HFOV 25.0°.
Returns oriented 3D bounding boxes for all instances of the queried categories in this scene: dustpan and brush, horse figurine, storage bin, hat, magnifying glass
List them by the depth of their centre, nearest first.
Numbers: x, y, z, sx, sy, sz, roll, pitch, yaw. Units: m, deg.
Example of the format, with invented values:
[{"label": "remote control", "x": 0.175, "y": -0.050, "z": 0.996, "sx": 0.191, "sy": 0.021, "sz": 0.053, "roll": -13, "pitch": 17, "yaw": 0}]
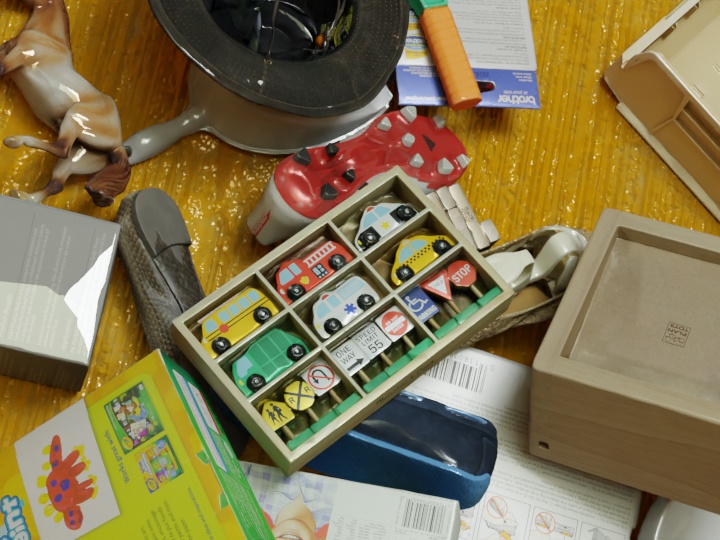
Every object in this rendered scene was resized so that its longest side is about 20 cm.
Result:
[{"label": "horse figurine", "x": -0.220, "y": -0.118, "z": 1.134, "sx": 0.200, "sy": 0.050, "sz": 0.132, "roll": 52, "pitch": 38, "yaw": 11}, {"label": "hat", "x": -0.069, "y": -0.185, "z": 1.146, "sx": 0.200, "sy": 0.081, "sz": 0.202, "roll": 9, "pitch": 70, "yaw": -25}, {"label": "dustpan and brush", "x": -0.094, "y": -0.129, "z": 1.191, "sx": 0.199, "sy": 0.057, "sz": 0.140, "roll": -28, "pitch": 79, "yaw": -29}, {"label": "magnifying glass", "x": 0.049, "y": -0.214, "z": 1.222, "sx": 0.079, "sy": 0.022, "sz": 0.201, "roll": -12, "pitch": 73, "yaw": -19}, {"label": "storage bin", "x": 0.332, "y": -0.150, "z": 1.293, "sx": 0.200, "sy": 0.094, "sz": 0.199, "roll": -41, "pitch": 88, "yaw": -23}]

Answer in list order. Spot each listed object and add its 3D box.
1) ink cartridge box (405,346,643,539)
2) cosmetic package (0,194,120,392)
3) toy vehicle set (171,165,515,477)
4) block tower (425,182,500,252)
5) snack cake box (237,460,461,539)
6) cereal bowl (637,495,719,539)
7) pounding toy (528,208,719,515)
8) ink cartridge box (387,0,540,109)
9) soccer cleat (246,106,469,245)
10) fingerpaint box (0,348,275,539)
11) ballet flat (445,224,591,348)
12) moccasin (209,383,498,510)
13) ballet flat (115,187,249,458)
[{"label": "ink cartridge box", "x": 0.101, "y": 0.155, "z": 1.157, "sx": 0.199, "sy": 0.045, "sz": 0.177, "roll": 19, "pitch": 68, "yaw": -9}, {"label": "cosmetic package", "x": -0.268, "y": 0.003, "z": 1.077, "sx": 0.199, "sy": 0.090, "sz": 0.107, "roll": 15, "pitch": 70, "yaw": -8}, {"label": "toy vehicle set", "x": -0.010, "y": 0.030, "z": 1.074, "sx": 0.200, "sy": 0.027, "sz": 0.124, "roll": -36, "pitch": 72, "yaw": -24}, {"label": "block tower", "x": 0.000, "y": 0.000, "z": 1.171, "sx": 0.199, "sy": 0.054, "sz": 0.058, "roll": -24, "pitch": 82, "yaw": -22}, {"label": "snack cake box", "x": -0.041, "y": 0.194, "z": 1.059, "sx": 0.199, "sy": 0.067, "sz": 0.116, "roll": 10, "pitch": 72, "yaw": 8}, {"label": "cereal bowl", "x": 0.282, "y": 0.228, "z": 1.166, "sx": 0.199, "sy": 0.083, "sz": 0.201, "roll": 5, "pitch": 72, "yaw": -14}, {"label": "pounding toy", "x": 0.237, "y": 0.064, "z": 1.141, "sx": 0.183, "sy": 0.143, "sz": 0.200, "roll": 16, "pitch": 51, "yaw": 18}, {"label": "ink cartridge box", "x": 0.070, "y": -0.210, "z": 1.259, "sx": 0.119, "sy": 0.042, "sz": 0.201, "roll": 0, "pitch": 67, "yaw": -16}, {"label": "soccer cleat", "x": 0.000, "y": -0.066, "z": 1.188, "sx": 0.200, "sy": 0.085, "sz": 0.069, "roll": -22, "pitch": 75, "yaw": -46}, {"label": "fingerpaint box", "x": -0.141, "y": 0.180, "z": 0.995, "sx": 0.166, "sy": 0.073, "sz": 0.200, "roll": -33, "pitch": 58, "yaw": 4}, {"label": "ballet flat", "x": 0.121, "y": 0.004, "z": 1.176, "sx": 0.199, "sy": 0.065, "sz": 0.071, "roll": -25, "pitch": 72, "yaw": -36}, {"label": "moccasin", "x": -0.003, "y": 0.101, "z": 1.100, "sx": 0.199, "sy": 0.081, "sz": 0.068, "roll": 24, "pitch": 50, "yaw": 4}, {"label": "ballet flat", "x": -0.129, "y": 0.041, "z": 1.130, "sx": 0.067, "sy": 0.046, "sz": 0.201, "roll": -14, "pitch": 82, "yaw": -52}]
